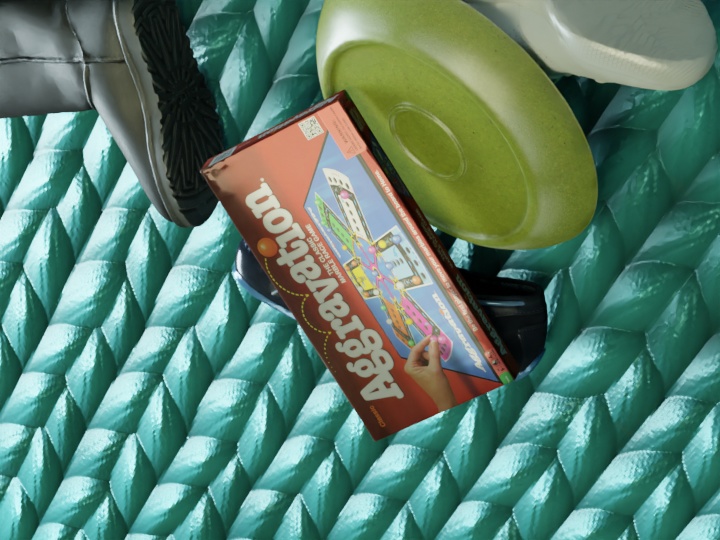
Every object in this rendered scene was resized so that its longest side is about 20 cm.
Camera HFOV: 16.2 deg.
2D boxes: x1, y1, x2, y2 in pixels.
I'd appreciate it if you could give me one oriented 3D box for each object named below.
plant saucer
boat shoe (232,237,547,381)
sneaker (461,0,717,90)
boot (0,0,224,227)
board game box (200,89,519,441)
[{"bbox_3d":[0.046,-0.081,1.448,0.200,0.031,0.200,33,152,21],"label":"plant saucer"},{"bbox_3d":[0.022,0.002,1.548,0.199,0.084,0.069,15,122,6],"label":"boat shoe"},{"bbox_3d":[0.109,-0.130,1.395,0.200,0.075,0.089,25,141,30],"label":"sneaker"},{"bbox_3d":[-0.193,-0.106,1.619,0.199,0.066,0.165,-1,111,32],"label":"boot"},{"bbox_3d":[0.000,0.000,1.497,0.103,0.019,0.200,-25,107,27],"label":"board game box"}]
